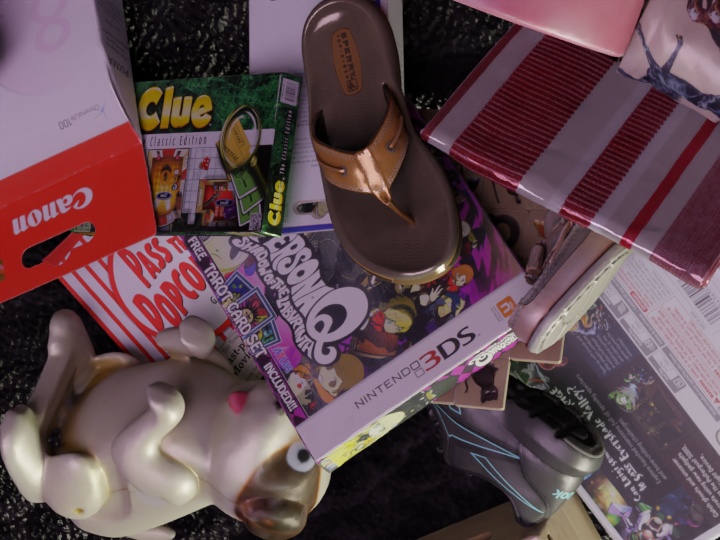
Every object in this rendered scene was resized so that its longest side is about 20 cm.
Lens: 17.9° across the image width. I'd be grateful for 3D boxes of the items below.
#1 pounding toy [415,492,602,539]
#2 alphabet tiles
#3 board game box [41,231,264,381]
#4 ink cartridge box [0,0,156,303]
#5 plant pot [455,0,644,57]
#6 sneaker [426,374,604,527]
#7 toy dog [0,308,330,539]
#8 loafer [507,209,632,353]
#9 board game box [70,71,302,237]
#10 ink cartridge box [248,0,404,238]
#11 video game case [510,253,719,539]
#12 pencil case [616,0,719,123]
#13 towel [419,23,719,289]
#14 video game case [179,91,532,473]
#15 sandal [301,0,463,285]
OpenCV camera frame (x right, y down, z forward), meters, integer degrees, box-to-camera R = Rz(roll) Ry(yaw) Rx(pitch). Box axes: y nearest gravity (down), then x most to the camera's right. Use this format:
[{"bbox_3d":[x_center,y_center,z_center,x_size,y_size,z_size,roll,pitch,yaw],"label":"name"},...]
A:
[{"bbox_3d":[0.086,0.283,1.580,0.199,0.142,0.185,-25,99,23],"label":"pounding toy"},{"bbox_3d":[0.059,-0.010,1.503,0.165,0.006,0.201,4,75,17],"label":"alphabet tiles"},{"bbox_3d":[-0.103,0.016,1.603,0.151,0.046,0.200,-42,92,25],"label":"board game box"},{"bbox_3d":[-0.225,-0.093,1.548,0.162,0.057,0.201,-23,58,23],"label":"ink cartridge box"},{"bbox_3d":[0.097,-0.245,1.382,0.199,0.200,0.180,22,98,10],"label":"plant pot"},{"bbox_3d":[0.067,0.088,1.528,0.200,0.075,0.079,42,116,20],"label":"sneaker"},{"bbox_3d":[-0.118,0.126,1.547,0.199,0.140,0.195,0,122,19],"label":"toy dog"},{"bbox_3d":[0.144,-0.025,1.439,0.063,0.200,0.072,39,143,10],"label":"loafer"},{"bbox_3d":[-0.118,-0.075,1.510,0.199,0.023,0.105,0,79,46],"label":"board game box"},{"bbox_3d":[-0.022,-0.119,1.489,0.099,0.039,0.201,-3,78,18],"label":"ink cartridge box"},{"bbox_3d":[0.205,0.086,1.542,0.182,0.023,0.200,-36,95,24],"label":"video game case"},{"bbox_3d":[0.255,-0.124,1.423,0.199,0.090,0.078,27,158,8],"label":"pencil case"},{"bbox_3d":[0.154,-0.075,1.430,0.199,0.144,0.023,28,137,14],"label":"towel"},{"bbox_3d":[0.000,0.000,1.494,0.181,0.036,0.200,-33,67,4],"label":"video game case"},{"bbox_3d":[0.003,-0.084,1.424,0.080,0.054,0.201,-19,74,13],"label":"sandal"}]
